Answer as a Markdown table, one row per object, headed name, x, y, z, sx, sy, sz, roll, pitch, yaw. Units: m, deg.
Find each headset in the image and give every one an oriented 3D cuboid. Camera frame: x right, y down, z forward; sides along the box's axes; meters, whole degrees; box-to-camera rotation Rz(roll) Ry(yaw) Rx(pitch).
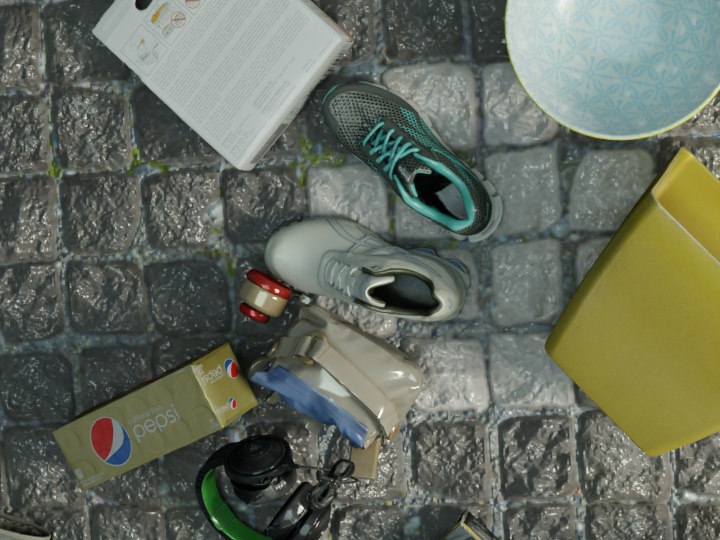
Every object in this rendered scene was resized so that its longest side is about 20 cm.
| name | x | y | z | sx | sy | sz | roll | pitch | yaw |
| --- | --- | --- | --- | --- | --- | --- | --- | --- | --- |
| headset | -0.080 | 0.216 | 1.538 | 0.199 | 0.094 | 0.124 | -27 | 105 | 40 |

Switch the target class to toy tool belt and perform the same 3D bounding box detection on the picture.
| name | x | y | z | sx | sy | sz | roll | pitch | yaw |
| --- | --- | --- | --- | --- | --- | --- | --- | --- | --- |
| toy tool belt | -0.047 | 0.099 | 1.528 | 0.199 | 0.125 | 0.123 | 30 | 94 | 6 |

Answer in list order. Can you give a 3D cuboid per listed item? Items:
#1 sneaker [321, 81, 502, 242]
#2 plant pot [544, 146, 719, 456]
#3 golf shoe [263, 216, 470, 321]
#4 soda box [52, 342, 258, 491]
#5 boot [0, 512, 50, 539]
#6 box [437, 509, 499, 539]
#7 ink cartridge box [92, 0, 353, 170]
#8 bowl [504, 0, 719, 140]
| name | x | y | z | sx | sy | sz | roll | pitch | yaw |
| --- | --- | --- | --- | --- | --- | --- | --- | --- | --- |
| sneaker | 0.046 | -0.102 | 1.498 | 0.200 | 0.091 | 0.078 | 38 | 102 | 4 |
| plant pot | 0.276 | 0.040 | 1.431 | 0.200 | 0.200 | 0.176 | 45 | 115 | 2 |
| golf shoe | 0.000 | 0.000 | 1.518 | 0.199 | 0.097 | 0.079 | 11 | 101 | 11 |
| soda box | -0.195 | 0.140 | 1.558 | 0.199 | 0.064 | 0.068 | -26 | 93 | 35 |
| boot | -0.417 | 0.333 | 1.656 | 0.181 | 0.073 | 0.201 | 12 | 107 | -5 |
| box | 0.118 | 0.355 | 1.568 | 0.200 | 0.049 | 0.160 | 44 | 105 | 3 |
| ink cartridge box | -0.131 | -0.218 | 1.547 | 0.200 | 0.050 | 0.162 | 43 | 104 | 11 |
| bowl | 0.230 | -0.215 | 1.438 | 0.199 | 0.108 | 0.202 | 1 | 97 | 11 |
